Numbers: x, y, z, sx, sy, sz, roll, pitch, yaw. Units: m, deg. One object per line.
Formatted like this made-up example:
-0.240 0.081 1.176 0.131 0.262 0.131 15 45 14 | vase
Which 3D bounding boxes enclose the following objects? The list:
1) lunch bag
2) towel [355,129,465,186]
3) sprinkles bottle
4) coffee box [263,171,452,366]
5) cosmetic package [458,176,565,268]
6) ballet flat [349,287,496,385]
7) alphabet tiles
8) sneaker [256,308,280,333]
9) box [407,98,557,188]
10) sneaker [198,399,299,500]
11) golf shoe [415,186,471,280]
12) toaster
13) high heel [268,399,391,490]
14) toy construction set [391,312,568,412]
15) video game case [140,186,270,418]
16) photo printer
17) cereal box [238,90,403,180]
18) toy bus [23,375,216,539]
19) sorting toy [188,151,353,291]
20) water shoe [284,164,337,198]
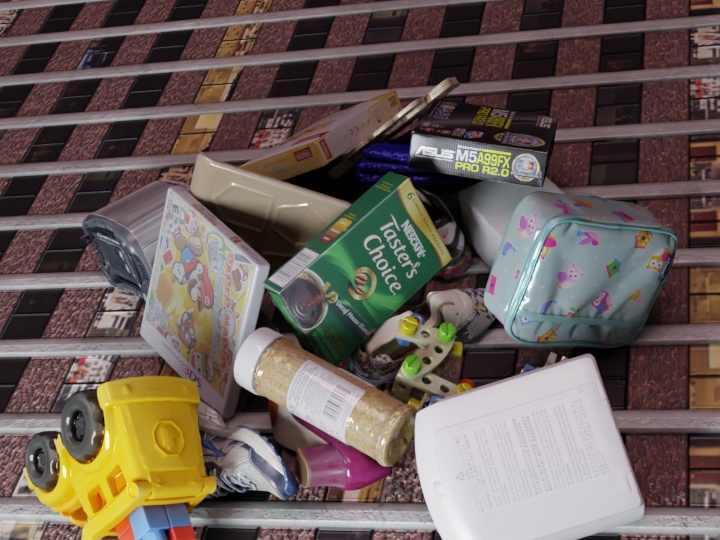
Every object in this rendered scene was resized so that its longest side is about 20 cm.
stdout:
0.236 0.006 1.405 0.197 0.162 0.077 6 25 -30 | lunch bag
0.088 -0.148 1.683 0.145 0.050 0.200 0 15 19 | towel
-0.037 0.129 1.369 0.198 0.069 0.068 26 54 27 | sprinkles bottle
0.000 0.000 1.455 0.199 0.124 0.044 -41 31 -18 | coffee box
0.207 -0.033 1.546 0.106 0.086 0.200 -23 39 -11 | cosmetic package
0.074 0.063 1.492 0.198 0.073 0.072 -28 41 -15 | ballet flat
0.044 -0.185 1.726 0.199 0.015 0.196 -38 1 14 | alphabet tiles
-0.174 0.057 1.576 0.198 0.080 0.076 10 48 31 | sneaker
0.150 -0.154 1.577 0.158 0.045 0.200 9 20 10 | box
-0.144 0.210 1.406 0.199 0.077 0.085 20 61 45 | sneaker
0.073 -0.076 1.637 0.072 0.093 0.200 -28 40 -12 | golf shoe
-0.263 -0.042 1.686 0.128 0.115 0.199 -32 25 -25 | toaster
-0.040 0.169 1.433 0.095 0.068 0.201 0 34 -20 | high heel
0.116 0.121 1.383 0.197 0.093 0.132 15 49 18 | toy construction set
-0.181 0.035 1.504 0.023 0.202 0.182 -10 37 -41 | video game case
0.155 0.187 1.278 0.197 0.070 0.169 -17 71 -1 | photo printer
-0.050 -0.166 1.700 0.143 0.040 0.200 -16 14 38 | cereal box
-0.238 0.229 1.354 0.135 0.200 0.194 3 57 -45 | toy bus
-0.109 -0.045 1.537 0.197 0.186 0.037 21 48 -1 | sorting toy
-0.067 -0.078 1.697 0.078 0.072 0.201 -13 39 7 | water shoe
